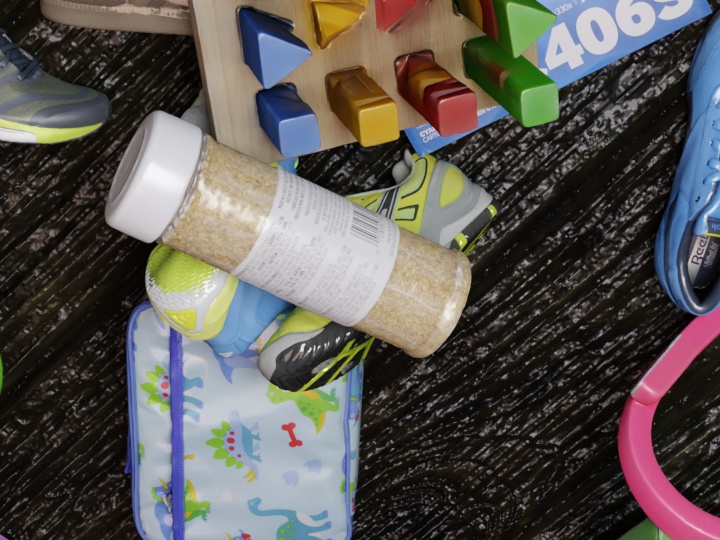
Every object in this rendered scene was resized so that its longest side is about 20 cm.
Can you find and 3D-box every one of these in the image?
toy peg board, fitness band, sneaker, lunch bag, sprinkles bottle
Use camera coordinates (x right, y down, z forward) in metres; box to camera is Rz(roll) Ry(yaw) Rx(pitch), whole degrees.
[{"bbox_3d":[0.014,-0.152,0.831,0.199,0.098,0.200,-15,121,-13],"label":"toy peg board"},{"bbox_3d":[0.250,0.097,0.991,0.144,0.200,0.037,45,149,8],"label":"fitness band"},{"bbox_3d":[0.000,0.000,0.959,0.076,0.200,0.075,43,145,9],"label":"sneaker"},{"bbox_3d":[-0.088,-0.178,0.901,0.200,0.070,0.076,1,110,-6],"label":"sneaker"},{"bbox_3d":[-0.079,0.097,1.039,0.160,0.082,0.200,4,112,2],"label":"lunch bag"},{"bbox_3d":[0.232,-0.066,0.967,0.066,0.078,0.200,9,111,-1],"label":"sneaker"},{"bbox_3d":[-0.038,-0.017,0.853,0.200,0.068,0.068,24,111,-19],"label":"sprinkles bottle"},{"bbox_3d":[-0.073,-0.035,0.952,0.076,0.200,0.105,5,147,24],"label":"sneaker"},{"bbox_3d":[-0.244,-0.139,0.945,0.200,0.074,0.081,22,108,-10],"label":"sneaker"}]

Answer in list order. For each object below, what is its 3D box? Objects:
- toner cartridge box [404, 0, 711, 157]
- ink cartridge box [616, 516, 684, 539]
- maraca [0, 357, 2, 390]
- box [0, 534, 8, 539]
[{"bbox_3d":[0.103,-0.157,0.947,0.200,0.043,0.095,-26,109,11],"label":"toner cartridge box"},{"bbox_3d":[0.206,0.227,1.040,0.104,0.059,0.200,16,152,-7],"label":"ink cartridge box"},{"bbox_3d":[-0.325,0.040,1.001,0.200,0.107,0.137,38,107,-14],"label":"maraca"},{"bbox_3d":[-0.282,0.308,1.121,0.176,0.097,0.200,36,110,-13],"label":"box"}]
